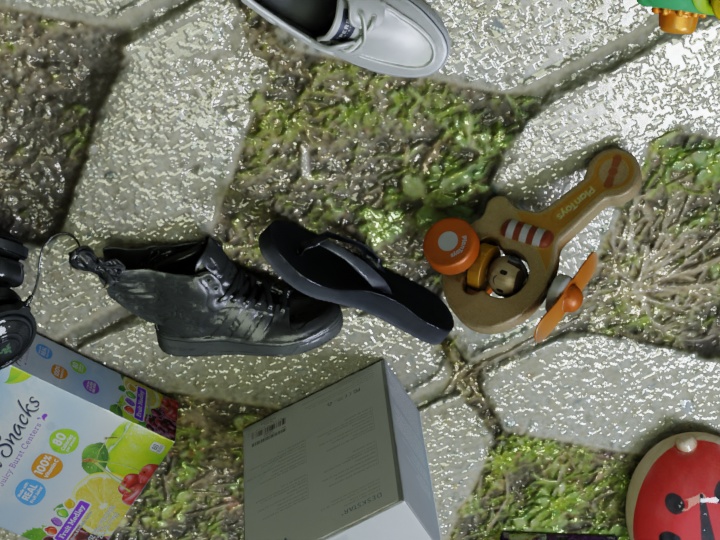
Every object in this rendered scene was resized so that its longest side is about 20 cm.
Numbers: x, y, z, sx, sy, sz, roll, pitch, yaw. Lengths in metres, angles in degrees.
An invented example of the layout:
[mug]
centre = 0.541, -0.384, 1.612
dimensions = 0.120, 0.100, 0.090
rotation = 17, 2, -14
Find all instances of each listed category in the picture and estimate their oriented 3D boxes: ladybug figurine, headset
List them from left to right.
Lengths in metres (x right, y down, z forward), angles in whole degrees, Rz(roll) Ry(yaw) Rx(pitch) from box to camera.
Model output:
[headset]
centre = -0.294, 0.022, 1.304
dimensions = 0.198, 0.125, 0.094
rotation = -22, 156, 26
[ladybug figurine]
centre = 0.324, 0.243, 1.513
dimensions = 0.134, 0.072, 0.202
rotation = -16, 121, 6

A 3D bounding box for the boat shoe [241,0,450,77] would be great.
[boat shoe]
centre = -0.019, -0.195, 1.225
dimensions = 0.198, 0.066, 0.074
rotation = 20, 118, -15

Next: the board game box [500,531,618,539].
[board game box]
centre = 0.187, 0.350, 1.594
dimensions = 0.118, 0.032, 0.202
rotation = 0, 121, -10

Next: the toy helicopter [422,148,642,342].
[toy helicopter]
centre = 0.159, -0.023, 1.318
dimensions = 0.199, 0.133, 0.079
rotation = -40, 147, 0

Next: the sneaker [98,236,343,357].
[sneaker]
centre = -0.117, 0.019, 1.349
dimensions = 0.197, 0.060, 0.105
rotation = -5, 125, 4

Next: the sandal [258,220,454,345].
[sandal]
centre = 0.000, 0.000, 1.344
dimensions = 0.199, 0.076, 0.043
rotation = 23, 119, -29

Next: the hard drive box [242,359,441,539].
[hard drive box]
centre = -0.020, 0.192, 1.380
dimensions = 0.155, 0.201, 0.077
rotation = -27, 120, 13

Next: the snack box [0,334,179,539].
[snack box]
centre = -0.288, 0.152, 1.413
dimensions = 0.198, 0.068, 0.169
rotation = 27, 116, -17

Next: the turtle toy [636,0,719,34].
[turtle toy]
centre = 0.217, -0.257, 1.177
dimensions = 0.199, 0.147, 0.101
rotation = 35, 134, -22
